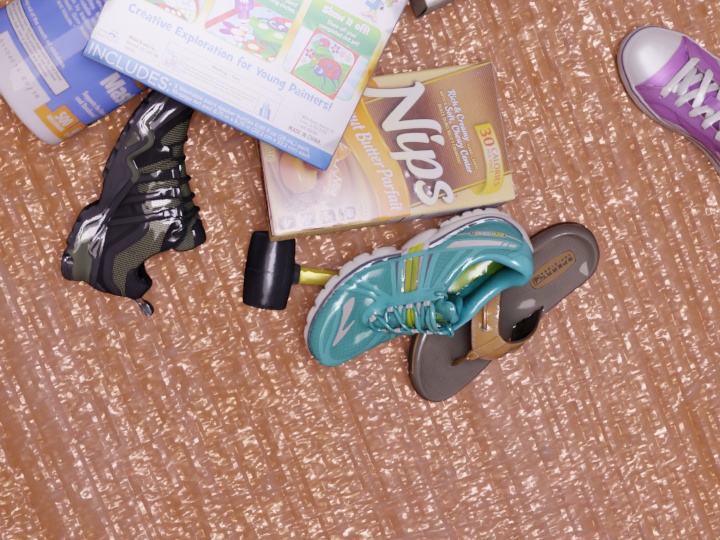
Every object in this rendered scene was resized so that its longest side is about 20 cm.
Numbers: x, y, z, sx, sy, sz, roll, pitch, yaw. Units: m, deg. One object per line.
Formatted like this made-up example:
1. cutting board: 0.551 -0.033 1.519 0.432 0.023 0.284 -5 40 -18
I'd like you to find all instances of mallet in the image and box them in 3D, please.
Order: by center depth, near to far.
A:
1. mallet: 0.000 0.000 0.960 0.199 0.041 0.066 0 94 -7

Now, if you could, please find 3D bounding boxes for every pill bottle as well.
1. pill bottle: -0.190 -0.195 0.891 0.199 0.112 0.112 -32 96 2

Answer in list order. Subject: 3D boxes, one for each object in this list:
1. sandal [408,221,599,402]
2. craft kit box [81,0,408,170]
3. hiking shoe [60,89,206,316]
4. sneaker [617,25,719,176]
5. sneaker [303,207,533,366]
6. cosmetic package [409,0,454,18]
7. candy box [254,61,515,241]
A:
1. sandal: 0.124 0.037 0.948 0.200 0.055 0.082 -35 117 -2
2. craft kit box: -0.072 -0.205 0.829 0.199 0.049 0.198 25 101 -15
3. hiking shoe: -0.164 -0.065 0.933 0.100 0.076 0.201 27 103 -13
4. sneaker: 0.299 -0.128 0.918 0.200 0.114 0.073 41 94 -4
5. sneaker: 0.045 0.020 0.901 0.199 0.080 0.078 -30 130 6
6. cosmetic package: 0.117 -0.293 0.906 0.199 0.087 0.104 -27 98 1
7. candy box: 0.016 -0.096 0.921 0.199 0.055 0.116 -9 88 -7
